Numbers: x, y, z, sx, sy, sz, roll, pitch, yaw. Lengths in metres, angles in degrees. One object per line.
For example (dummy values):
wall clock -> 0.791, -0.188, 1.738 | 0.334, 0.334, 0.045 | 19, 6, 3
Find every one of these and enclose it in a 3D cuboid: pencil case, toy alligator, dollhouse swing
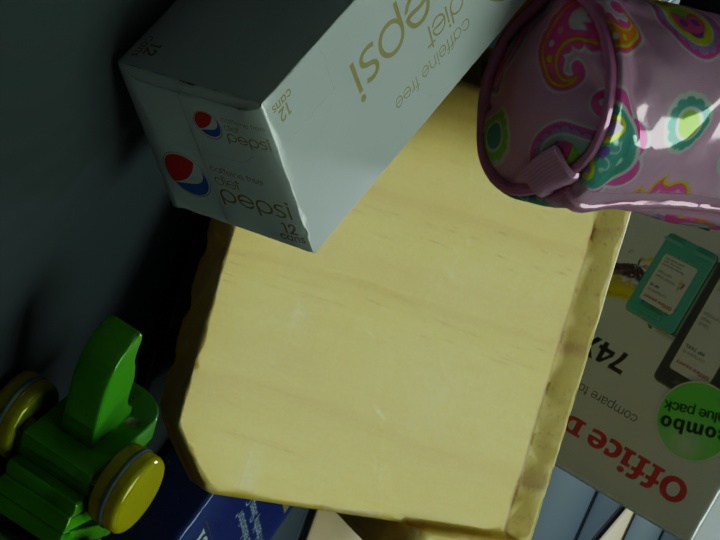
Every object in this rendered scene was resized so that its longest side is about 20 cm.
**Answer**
pencil case -> 0.141, -0.050, 0.828 | 0.199, 0.087, 0.088 | 10, 115, -34
toy alligator -> -0.112, 0.102, 0.778 | 0.201, 0.059, 0.054 | -65, 163, 17
dollhouse swing -> 0.000, 0.000, 0.904 | 0.182, 0.175, 0.202 | -148, -107, -69

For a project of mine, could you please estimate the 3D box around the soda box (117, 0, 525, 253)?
soda box -> 0.008, -0.102, 0.755 | 0.200, 0.063, 0.068 | -51, 142, -29

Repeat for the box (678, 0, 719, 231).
box -> 0.179, -0.139, 0.930 | 0.158, 0.051, 0.201 | -54, 165, -45

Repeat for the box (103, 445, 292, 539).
box -> -0.089, 0.139, 0.961 | 0.200, 0.032, 0.121 | -53, 162, -20

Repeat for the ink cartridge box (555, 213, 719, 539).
ink cartridge box -> 0.164, 0.020, 1.142 | 0.201, 0.146, 0.146 | -61, 164, 2
